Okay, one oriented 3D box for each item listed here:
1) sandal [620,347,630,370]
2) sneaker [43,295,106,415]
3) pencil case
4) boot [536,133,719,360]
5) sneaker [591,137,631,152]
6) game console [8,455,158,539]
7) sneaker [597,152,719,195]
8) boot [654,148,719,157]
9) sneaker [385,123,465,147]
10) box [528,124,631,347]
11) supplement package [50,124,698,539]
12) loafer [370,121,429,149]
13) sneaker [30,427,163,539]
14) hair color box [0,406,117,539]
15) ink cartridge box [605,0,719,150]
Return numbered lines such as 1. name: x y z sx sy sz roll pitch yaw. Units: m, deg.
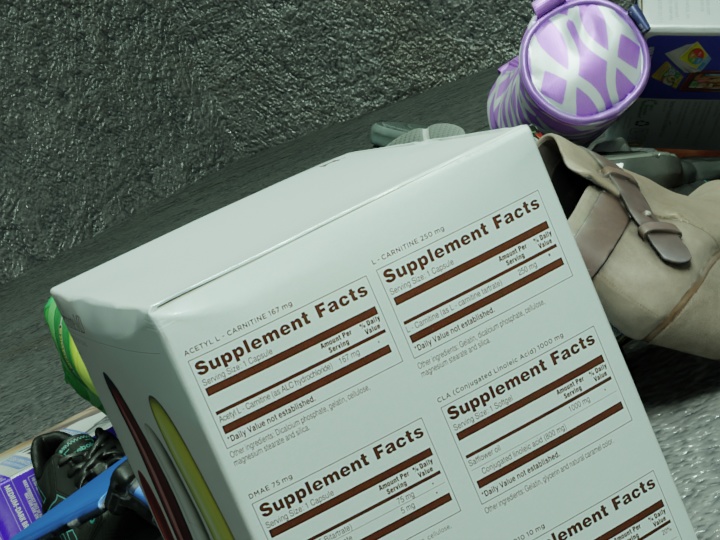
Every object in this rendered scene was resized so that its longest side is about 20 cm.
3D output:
1. sandal: 0.116 0.042 1.038 0.076 0.043 0.200 -21 9 11
2. sneaker: -0.131 0.070 1.085 0.074 0.200 0.084 -42 52 -13
3. pencil case: 0.126 -0.118 1.123 0.084 0.086 0.200 -39 -4 -7
4. boot: 0.151 -0.026 0.932 0.070 0.146 0.200 -54 16 22
5. sneaker: 0.162 -0.043 1.248 0.082 0.074 0.200 -13 -10 11
6. game console: -0.063 0.121 0.934 0.200 0.171 0.118 -36 -26 -53
7. sneaker: 0.204 -0.036 1.130 0.200 0.079 0.075 -3 3 -45
8. boot: 0.304 -0.119 1.326 0.200 0.107 0.075 -10 50 54
9. sneaker: 0.000 0.000 1.047 0.200 0.080 0.070 -38 34 -14
10. box: 0.094 -0.011 0.950 0.040 0.137 0.200 -48 -12 25
11. supplement package: 0.003 0.070 0.655 0.147 0.200 0.191 -26 9 -17
12. loafer: 0.068 -0.053 1.164 0.072 0.063 0.200 3 13 -28
13. sneaker: -0.155 0.140 1.041 0.075 0.079 0.200 -27 11 -25
14. hair color box: -0.175 0.129 1.207 0.200 0.065 0.109 -26 8 -25
15. ink cartridge box: 0.270 -0.129 1.149 0.200 0.047 0.198 0 -19 2
